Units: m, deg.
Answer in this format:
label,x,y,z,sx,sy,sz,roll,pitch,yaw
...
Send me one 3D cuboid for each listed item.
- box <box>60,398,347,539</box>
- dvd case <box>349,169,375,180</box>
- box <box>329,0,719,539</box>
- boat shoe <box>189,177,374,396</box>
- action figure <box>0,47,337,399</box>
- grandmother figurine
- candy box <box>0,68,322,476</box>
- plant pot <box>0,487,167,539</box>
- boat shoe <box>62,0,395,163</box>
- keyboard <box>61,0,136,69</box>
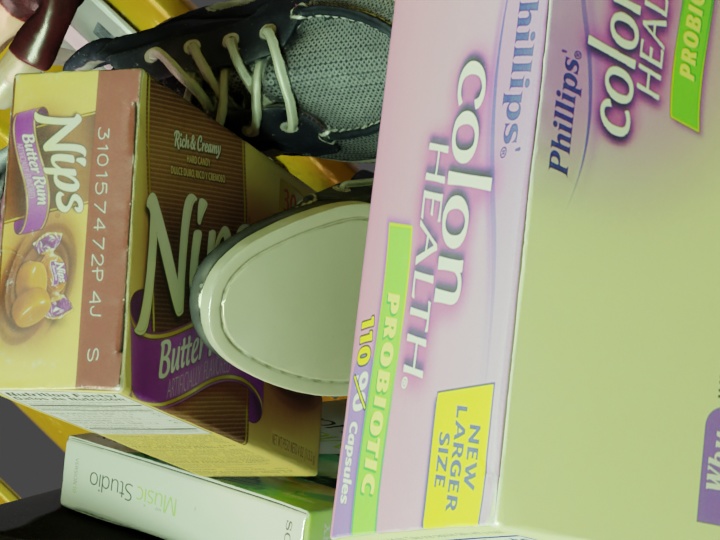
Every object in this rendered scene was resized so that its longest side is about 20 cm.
label,x,y,z,sx,sy,sz,roll,pitch,yaw
box,-0.012,0.093,1.213,0.144,0.199,0.037,13,102,39
dvd case,0.087,0.038,1.175,0.199,0.018,0.143,23,150,38
box,0.107,0.006,0.801,0.199,0.177,0.097,12,167,-27
boat shoe,0.000,0.000,1.050,0.062,0.199,0.073,16,109,41
action figure,-0.064,-0.012,1.250,0.199,0.134,0.150,16,103,24
grandmother figurine,-0.139,-0.123,1.150,0.060,0.122,0.200,18,148,-35
candy box,-0.070,0.006,1.042,0.056,0.118,0.200,-1,167,18
plant pot,-0.067,0.200,1.188,0.176,0.200,0.201,0,93,25
boat shoe,-0.041,-0.070,1.081,0.200,0.092,0.075,-3,101,58
keyboard,-0.114,-0.102,1.268,0.200,0.011,0.056,43,151,0
